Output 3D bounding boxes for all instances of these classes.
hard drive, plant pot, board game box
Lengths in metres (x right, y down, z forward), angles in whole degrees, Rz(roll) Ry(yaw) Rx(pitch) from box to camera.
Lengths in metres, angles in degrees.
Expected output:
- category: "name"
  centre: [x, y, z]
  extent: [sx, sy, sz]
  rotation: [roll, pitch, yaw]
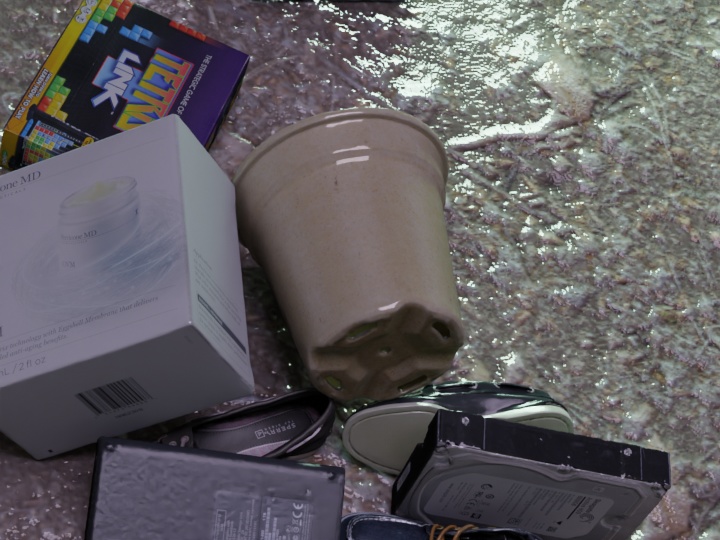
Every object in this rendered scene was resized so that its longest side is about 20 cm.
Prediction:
- category: "hard drive"
  centre: [-0.116, 0.212, 1.389]
  extent: [0.198, 0.033, 0.141]
  rotation: [9, 76, -13]
- category: "plant pot"
  centre: [0.000, 0.000, 1.486]
  extent: [0.198, 0.201, 0.185]
  rotation: [-2, 52, -19]
- category: "board game box"
  centre: [-0.211, -0.147, 1.618]
  extent: [0.164, 0.057, 0.201]
  rotation: [23, 53, -1]
- category: "hard drive"
  centre: [0.137, 0.178, 1.458]
  extent: [0.198, 0.140, 0.038]
  rotation: [11, 54, -12]

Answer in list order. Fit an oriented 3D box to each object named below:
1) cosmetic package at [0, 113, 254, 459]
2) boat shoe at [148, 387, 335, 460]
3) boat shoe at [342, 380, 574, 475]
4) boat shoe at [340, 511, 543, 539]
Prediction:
- category: "cosmetic package"
  centre: [-0.203, 0.013, 1.414]
  extent: [0.198, 0.123, 0.202]
  rotation: [-18, 55, 14]
- category: "boat shoe"
  centre: [-0.109, 0.140, 1.453]
  extent: [0.199, 0.057, 0.067]
  rotation: [-18, 64, -28]
- category: "boat shoe"
  centre: [0.080, 0.126, 1.522]
  extent: [0.197, 0.075, 0.066]
  rotation: [-5, 31, -5]
- category: "boat shoe"
  centre: [0.074, 0.229, 1.432]
  extent: [0.198, 0.091, 0.071]
  rotation: [20, 53, -4]
